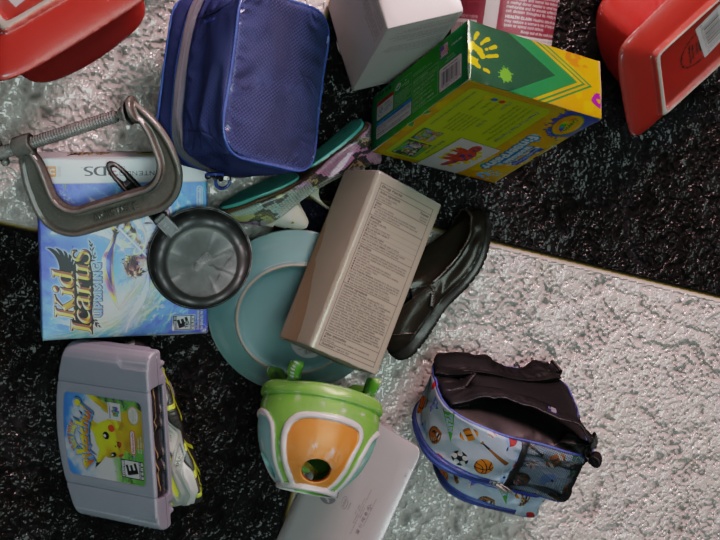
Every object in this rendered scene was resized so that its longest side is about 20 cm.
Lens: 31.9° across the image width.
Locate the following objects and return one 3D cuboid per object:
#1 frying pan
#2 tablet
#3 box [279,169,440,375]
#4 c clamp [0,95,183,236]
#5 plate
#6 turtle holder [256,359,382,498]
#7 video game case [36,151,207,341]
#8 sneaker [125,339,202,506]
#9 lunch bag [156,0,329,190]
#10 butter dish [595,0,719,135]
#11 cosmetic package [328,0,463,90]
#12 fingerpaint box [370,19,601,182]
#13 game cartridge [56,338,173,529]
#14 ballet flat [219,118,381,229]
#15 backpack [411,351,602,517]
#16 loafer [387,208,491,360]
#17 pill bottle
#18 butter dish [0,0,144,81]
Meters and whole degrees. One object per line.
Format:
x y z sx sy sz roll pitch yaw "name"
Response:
-0.183 -0.045 1.342 0.114 0.031 0.191 -22 110 -8 "frying pan"
-0.018 0.267 1.460 0.014 0.130 0.201 17 98 -56 "tablet"
0.000 0.000 1.354 0.095 0.078 0.201 27 81 -29 "box"
-0.282 -0.120 1.276 0.199 0.027 0.172 -9 104 14 "c clamp"
-0.073 0.051 1.414 0.199 0.026 0.201 -1 112 -3 "plate"
-0.059 0.179 1.387 0.140 0.185 0.133 19 74 -34 "turtle holder"
-0.257 -0.028 1.364 0.180 0.045 0.201 -2 102 -14 "video game case"
-0.235 0.176 1.399 0.076 0.075 0.201 -16 101 -5 "sneaker"
-0.128 -0.183 1.300 0.135 0.132 0.201 13 84 -46 "lunch bag"
0.333 -0.290 1.424 0.199 0.148 0.200 -41 151 -3 "butter dish"
0.030 -0.270 1.297 0.084 0.200 0.108 -15 85 -11 "cosmetic package"
0.130 -0.175 1.342 0.166 0.200 0.074 11 69 -25 "fingerpaint box"
-0.270 0.178 1.370 0.040 0.133 0.201 -21 112 -57 "game cartridge"
-0.058 -0.091 1.396 0.199 0.069 0.071 -33 112 -11 "ballet flat"
0.155 0.181 1.458 0.190 0.200 0.155 22 108 -15 "backpack"
0.078 0.008 1.446 0.071 0.073 0.201 33 92 -21 "loafer"
0.164 -0.320 1.379 0.113 0.114 0.201 5 101 -16 "pill bottle"
-0.300 -0.269 1.248 0.199 0.148 0.200 -33 66 -8 "butter dish"
